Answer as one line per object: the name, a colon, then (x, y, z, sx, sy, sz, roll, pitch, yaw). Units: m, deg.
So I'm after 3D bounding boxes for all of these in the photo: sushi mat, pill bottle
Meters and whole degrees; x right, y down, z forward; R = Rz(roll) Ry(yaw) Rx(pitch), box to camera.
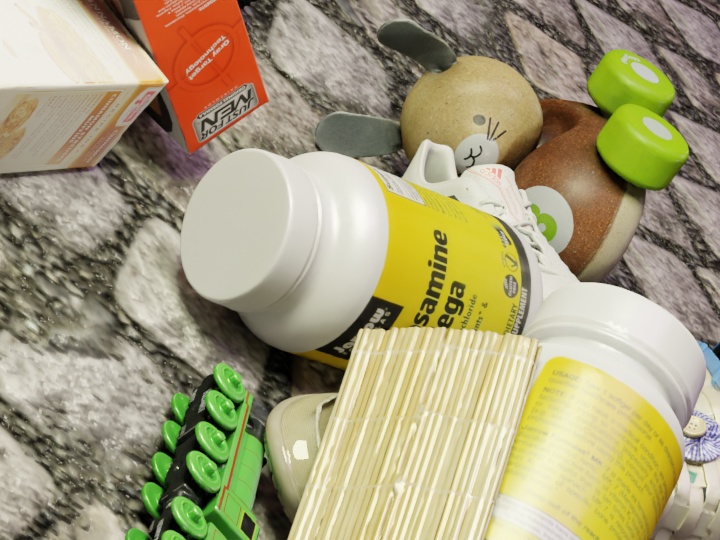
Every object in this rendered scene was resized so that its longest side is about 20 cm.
sushi mat: (0.019, 0.107, 1.223, 0.012, 0.095, 0.200, 70, 31, -45)
pill bottle: (0.000, 0.000, 1.426, 0.200, 0.112, 0.113, 19, 33, -44)
pill bottle: (0.094, 0.109, 1.286, 0.114, 0.114, 0.200, 39, 57, -11)

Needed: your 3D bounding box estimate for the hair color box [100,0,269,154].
hair color box: (-0.121, -0.168, 1.423, 0.102, 0.061, 0.200, 43, -18, 36)

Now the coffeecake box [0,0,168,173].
coffeecake box: (-0.216, -0.128, 1.337, 0.154, 0.073, 0.200, 51, 24, 15)

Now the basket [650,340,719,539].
basket: (0.189, 0.128, 1.484, 0.200, 0.139, 0.177, 16, 33, -31)

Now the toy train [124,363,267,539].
toy train: (-0.073, 0.109, 1.216, 0.056, 0.042, 0.200, 49, 21, -16)

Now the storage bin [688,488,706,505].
storage bin: (0.300, 0.186, 1.592, 0.134, 0.146, 0.200, 16, 35, -31)

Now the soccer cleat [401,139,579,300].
soccer cleat: (0.083, -0.017, 1.546, 0.069, 0.085, 0.200, 15, 11, -40)

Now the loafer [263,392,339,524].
loafer: (0.017, 0.089, 1.336, 0.200, 0.068, 0.076, -9, 79, -63)

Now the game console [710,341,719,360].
game console: (0.327, 0.089, 1.704, 0.171, 0.200, 0.118, 50, 25, 12)

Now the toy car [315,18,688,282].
toy car: (0.080, -0.080, 1.651, 0.200, 0.164, 0.158, 27, 27, -15)

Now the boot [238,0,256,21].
boot: (-0.145, -0.251, 1.664, 0.162, 0.073, 0.199, 1, 55, -55)
